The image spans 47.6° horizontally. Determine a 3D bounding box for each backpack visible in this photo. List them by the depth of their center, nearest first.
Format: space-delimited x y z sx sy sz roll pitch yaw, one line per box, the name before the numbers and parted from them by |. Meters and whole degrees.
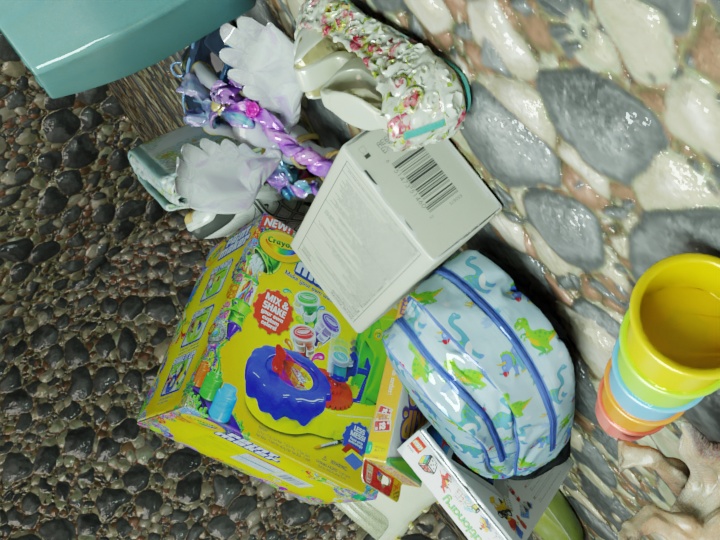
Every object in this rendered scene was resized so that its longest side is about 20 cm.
backpack | 0.094 0.073 0.630 0.164 0.153 0.201 55 159 25

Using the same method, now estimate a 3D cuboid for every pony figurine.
pony figurine | -0.091 -0.133 0.756 0.192 0.168 0.200 18 -167 -43

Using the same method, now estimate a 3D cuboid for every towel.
towel | -0.169 -0.134 0.941 0.200 0.170 0.049 37 147 56

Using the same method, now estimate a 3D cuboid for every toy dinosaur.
toy dinosaur | 0.219 0.164 0.472 0.086 0.134 0.202 -48 -47 -65

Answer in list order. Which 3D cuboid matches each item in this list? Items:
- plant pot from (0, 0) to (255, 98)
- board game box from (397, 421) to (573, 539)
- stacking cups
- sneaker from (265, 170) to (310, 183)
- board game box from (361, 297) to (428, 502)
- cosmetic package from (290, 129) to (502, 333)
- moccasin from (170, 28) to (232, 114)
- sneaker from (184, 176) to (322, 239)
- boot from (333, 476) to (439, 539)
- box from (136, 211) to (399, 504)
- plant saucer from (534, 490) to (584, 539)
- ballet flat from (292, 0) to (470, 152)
plant pot | -0.201 -0.239 0.664 0.142 0.199 0.141 53 170 -7
board game box | 0.124 0.173 0.757 0.127 0.035 0.200 50 -153 12
stacking cups | 0.162 0.061 0.452 0.061 0.060 0.200 48 168 23
sneaker | -0.078 -0.064 1.018 0.201 0.081 0.088 52 170 -10
board game box | 0.048 0.105 0.748 0.030 0.202 0.096 6 157 27
cosmetic package | 0.018 -0.032 0.636 0.104 0.073 0.200 52 158 4
moccasin | -0.163 -0.230 0.911 0.068 0.080 0.200 51 156 -6
sneaker | -0.095 -0.048 0.882 0.075 0.199 0.089 -12 92 45
boot | 0.083 0.225 0.851 0.199 0.155 0.072 29 -162 -12
box | -0.068 0.090 0.771 0.199 0.194 0.122 31 149 -24
plant saucer | 0.213 0.278 1.024 0.200 0.031 0.200 50 169 14
ballet flat | -0.007 -0.134 0.539 0.200 0.064 0.076 41 159 48
